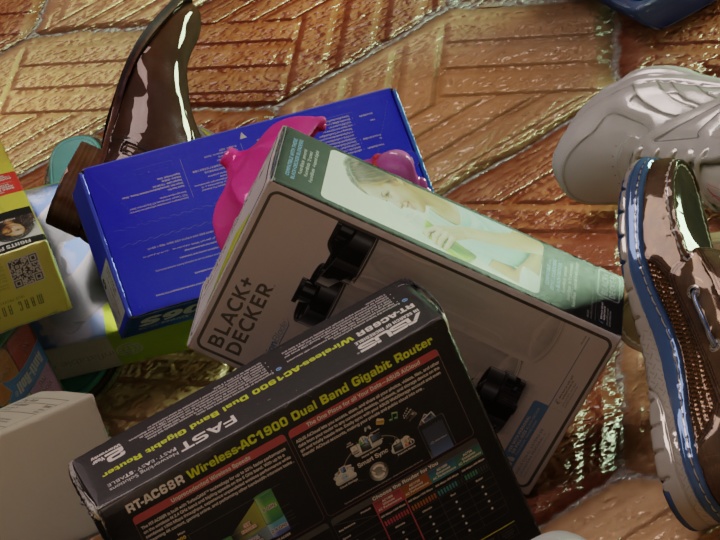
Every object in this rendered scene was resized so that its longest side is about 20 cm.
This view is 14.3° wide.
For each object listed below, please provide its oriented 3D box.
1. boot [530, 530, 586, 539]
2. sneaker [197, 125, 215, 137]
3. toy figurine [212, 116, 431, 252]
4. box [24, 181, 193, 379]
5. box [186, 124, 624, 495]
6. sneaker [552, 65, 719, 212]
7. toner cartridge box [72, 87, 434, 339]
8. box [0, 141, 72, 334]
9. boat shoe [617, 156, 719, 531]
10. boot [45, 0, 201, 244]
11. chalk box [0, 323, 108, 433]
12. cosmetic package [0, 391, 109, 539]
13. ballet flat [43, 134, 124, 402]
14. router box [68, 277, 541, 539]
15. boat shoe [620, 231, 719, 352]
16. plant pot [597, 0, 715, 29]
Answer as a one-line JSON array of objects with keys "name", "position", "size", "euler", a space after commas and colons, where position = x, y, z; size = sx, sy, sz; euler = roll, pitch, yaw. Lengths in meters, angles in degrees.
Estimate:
[{"name": "boot", "position": [0.068, 0.206, 1.294], "size": [0.095, 0.074, 0.200], "euler": [19, 57, 46]}, {"name": "sneaker", "position": [-0.079, -0.032, 1.829], "size": [0.076, 0.076, 0.200], "euler": [-56, 37, 26]}, {"name": "toy figurine", "position": [0.000, 0.000, 1.576], "size": [0.199, 0.185, 0.150], "euler": [-13, 25, 19]}, {"name": "box", "position": [-0.196, 0.009, 1.769], "size": [0.199, 0.048, 0.123], "euler": [-13, 59, 5]}, {"name": "box", "position": [0.023, 0.022, 1.484], "size": [0.117, 0.199, 0.060], "euler": [-60, 9, 31]}, {"name": "sneaker", "position": [0.200, -0.069, 1.665], "size": [0.199, 0.078, 0.100], "euler": [-13, 32, 24]}, {"name": "toner cartridge box", "position": [-0.059, -0.034, 1.676], "size": [0.199, 0.095, 0.043], "euler": [-15, -14, -17]}, {"name": "box", "position": [-0.228, -0.025, 1.691], "size": [0.075, 0.050, 0.200], "euler": [-19, 27, -7]}, {"name": "boat shoe", "position": [0.180, 0.029, 1.436], "size": [0.072, 0.072, 0.201], "euler": [-19, 64, 23]}, {"name": "boot", "position": [-0.065, -0.055, 1.737], "size": [0.064, 0.199, 0.187], "euler": [112, -176, -66]}, {"name": "chalk box", "position": [-0.241, 0.106, 1.659], "size": [0.199, 0.124, 0.125], "euler": [-6, 32, 33]}, {"name": "cosmetic package", "position": [-0.228, 0.132, 1.482], "size": [0.199, 0.073, 0.103], "euler": [-22, 6, -20]}, {"name": "ballet flat", "position": [-0.168, 0.009, 1.827], "size": [0.070, 0.071, 0.201], "euler": [-15, 58, 18]}, {"name": "router box", "position": [-0.025, 0.118, 1.427], "size": [0.199, 0.150, 0.062], "euler": [-29, 26, -8]}, {"name": "boat shoe", "position": [0.214, 0.024, 1.486], "size": [0.199, 0.072, 0.065], "euler": [-5, 32, 32]}, {"name": "plant pot", "position": [0.202, -0.285, 1.936], "size": [0.199, 0.180, 0.200], "euler": [-30, 26, -10]}]
